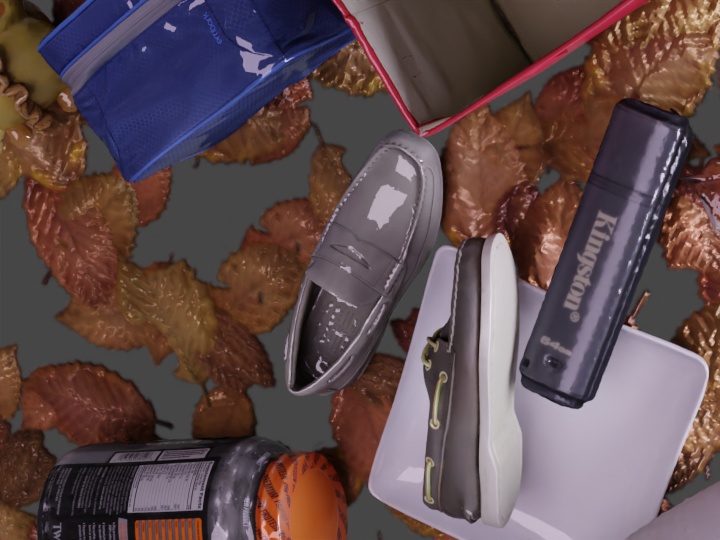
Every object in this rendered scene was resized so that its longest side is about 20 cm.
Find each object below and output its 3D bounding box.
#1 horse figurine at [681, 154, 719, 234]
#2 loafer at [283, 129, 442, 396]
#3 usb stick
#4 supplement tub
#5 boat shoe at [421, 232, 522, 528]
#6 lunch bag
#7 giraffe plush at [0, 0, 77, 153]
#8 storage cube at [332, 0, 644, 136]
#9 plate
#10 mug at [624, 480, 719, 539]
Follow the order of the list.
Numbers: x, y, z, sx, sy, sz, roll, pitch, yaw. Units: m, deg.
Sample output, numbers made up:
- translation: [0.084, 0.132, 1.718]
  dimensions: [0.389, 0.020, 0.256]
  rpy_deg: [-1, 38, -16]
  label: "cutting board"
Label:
- translation: [0.300, -0.047, 1.363]
  dimensions: [0.200, 0.050, 0.133]
  rpy_deg: [-36, 71, 40]
  label: "horse figurine"
- translation: [0.000, 0.000, 1.531]
  dimensions: [0.070, 0.070, 0.200]
  rpy_deg: [27, 117, 17]
  label: "loafer"
- translation: [0.154, -0.011, 1.445]
  dimensions: [0.055, 0.033, 0.200]
  rpy_deg: [24, 103, 19]
  label: "usb stick"
- translation: [-0.118, 0.180, 1.622]
  dimensions: [0.200, 0.123, 0.123]
  rpy_deg: [-4, 104, 29]
  label: "supplement tub"
- translation: [0.068, 0.071, 1.481]
  dimensions: [0.060, 0.072, 0.202]
  rpy_deg: [7, 113, 21]
  label: "boat shoe"
- translation: [-0.111, -0.159, 1.498]
  dimensions: [0.200, 0.136, 0.132]
  rpy_deg: [-34, 89, 33]
  label: "lunch bag"
- translation: [-0.257, -0.173, 1.573]
  dimensions: [0.173, 0.200, 0.162]
  rpy_deg: [-25, 123, 28]
  label: "giraffe plush"
- translation: [0.091, -0.208, 1.350]
  dimensions: [0.200, 0.180, 0.171]
  rpy_deg: [-33, 90, 31]
  label: "storage cube"
- translation: [0.118, 0.103, 1.526]
  dimensions: [0.200, 0.032, 0.200]
  rpy_deg: [25, 115, 19]
  label: "plate"
- translation: [0.222, 0.251, 1.445]
  dimensions: [0.175, 0.148, 0.200]
  rpy_deg: [-35, 94, 25]
  label: "mug"
